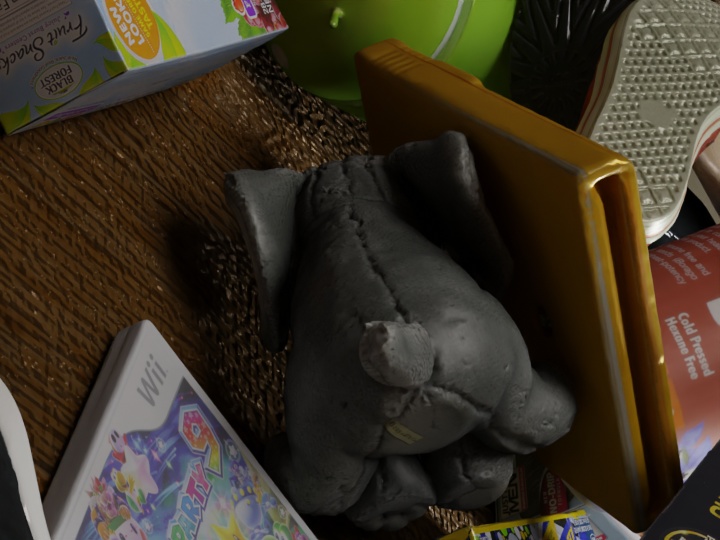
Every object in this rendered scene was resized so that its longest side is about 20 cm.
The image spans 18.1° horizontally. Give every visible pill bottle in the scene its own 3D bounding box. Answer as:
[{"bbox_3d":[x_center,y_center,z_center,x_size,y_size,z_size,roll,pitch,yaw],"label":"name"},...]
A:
[{"bbox_3d":[0.183,0.033,1.093,0.112,0.200,0.112,159,-90,-75],"label":"pill bottle"}]

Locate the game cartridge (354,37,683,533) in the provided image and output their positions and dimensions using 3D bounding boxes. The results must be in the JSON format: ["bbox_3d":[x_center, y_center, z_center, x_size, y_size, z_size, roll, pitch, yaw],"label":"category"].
[{"bbox_3d":[0.068,0.001,1.009,0.200,0.032,0.176,38,-34,56],"label":"game cartridge"}]

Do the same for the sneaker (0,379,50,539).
[{"bbox_3d":[-0.128,0.117,0.658,0.112,0.073,0.200,3,56,-60],"label":"sneaker"}]

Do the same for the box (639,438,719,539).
[{"bbox_3d":[0.120,0.167,0.945,0.049,0.200,0.161,29,31,14],"label":"box"}]

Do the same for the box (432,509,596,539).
[{"bbox_3d":[0.060,0.150,0.985,0.070,0.064,0.200,69,17,10],"label":"box"}]

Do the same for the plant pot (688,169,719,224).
[{"bbox_3d":[0.134,-0.118,1.326,0.200,0.187,0.187,34,36,-30],"label":"plant pot"}]

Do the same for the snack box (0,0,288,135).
[{"bbox_3d":[-0.127,-0.167,0.932,0.200,0.068,0.169,63,23,-1],"label":"snack box"}]

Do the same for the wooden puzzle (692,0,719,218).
[{"bbox_3d":[0.208,-0.095,1.205,0.185,0.037,0.200,50,45,-54],"label":"wooden puzzle"}]

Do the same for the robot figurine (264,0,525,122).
[{"bbox_3d":[0.025,-0.129,1.150,0.200,0.116,0.176,21,43,-58],"label":"robot figurine"}]

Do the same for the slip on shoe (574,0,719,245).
[{"bbox_3d":[0.132,-0.068,1.047,0.074,0.061,0.200,31,45,-1],"label":"slip on shoe"}]

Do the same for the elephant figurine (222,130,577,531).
[{"bbox_3d":[0.000,0.000,0.973,0.141,0.155,0.200,9,51,-36],"label":"elephant figurine"}]

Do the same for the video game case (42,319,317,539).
[{"bbox_3d":[-0.047,0.133,0.865,0.200,0.018,0.143,54,26,-22],"label":"video game case"}]

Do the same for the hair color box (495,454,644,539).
[{"bbox_3d":[0.146,0.145,1.202,0.200,0.061,0.099,45,31,-37],"label":"hair color box"}]

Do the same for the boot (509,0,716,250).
[{"bbox_3d":[0.145,-0.059,1.172,0.200,0.066,0.165,35,65,-52],"label":"boot"}]
